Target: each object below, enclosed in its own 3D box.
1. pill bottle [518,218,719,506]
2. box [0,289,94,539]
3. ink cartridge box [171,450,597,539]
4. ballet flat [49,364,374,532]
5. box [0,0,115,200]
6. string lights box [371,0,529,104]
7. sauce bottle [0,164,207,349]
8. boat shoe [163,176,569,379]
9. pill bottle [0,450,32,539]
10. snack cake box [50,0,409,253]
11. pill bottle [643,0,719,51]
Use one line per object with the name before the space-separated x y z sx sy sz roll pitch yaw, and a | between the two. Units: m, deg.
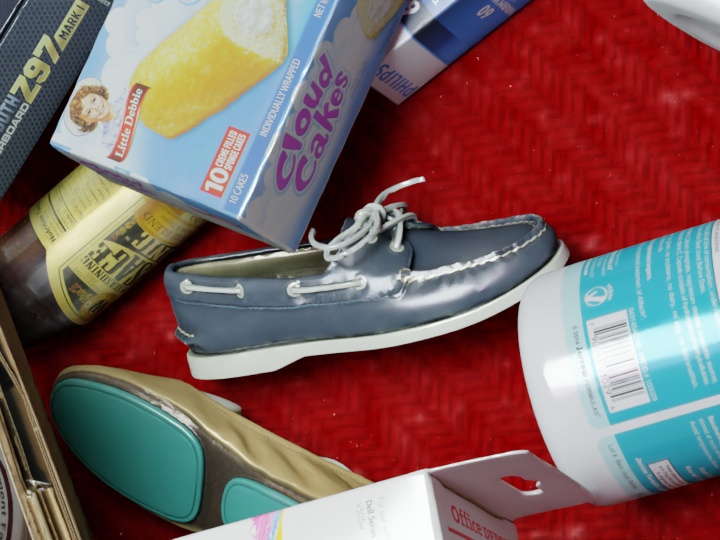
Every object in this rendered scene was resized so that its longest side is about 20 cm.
pill bottle | 0.179 0.029 1.308 0.200 0.111 0.111 -17 75 17
box | -0.152 0.078 1.355 0.021 0.200 0.164 -20 100 -5
ink cartridge box | 0.002 0.142 1.276 0.200 0.117 0.067 -17 69 18
ballet flat | -0.059 0.098 1.418 0.200 0.063 0.069 30 124 23
box | -0.200 -0.124 1.464 0.158 0.051 0.200 -57 35 3
string lights box | 0.060 -0.185 1.421 0.200 0.059 0.103 -38 69 11
sauce bottle | -0.140 -0.010 1.466 0.200 0.066 0.066 -41 69 12
boat shoe | 0.000 0.000 1.401 0.200 0.075 0.062 -13 106 26
pill bottle | -0.232 0.117 1.402 0.113 0.200 0.113 -4 79 21
snack cake box | -0.048 -0.123 1.380 0.115 0.067 0.200 22 85 26
pill bottle | 0.216 -0.190 1.334 0.112 0.112 0.200 26 90 23
